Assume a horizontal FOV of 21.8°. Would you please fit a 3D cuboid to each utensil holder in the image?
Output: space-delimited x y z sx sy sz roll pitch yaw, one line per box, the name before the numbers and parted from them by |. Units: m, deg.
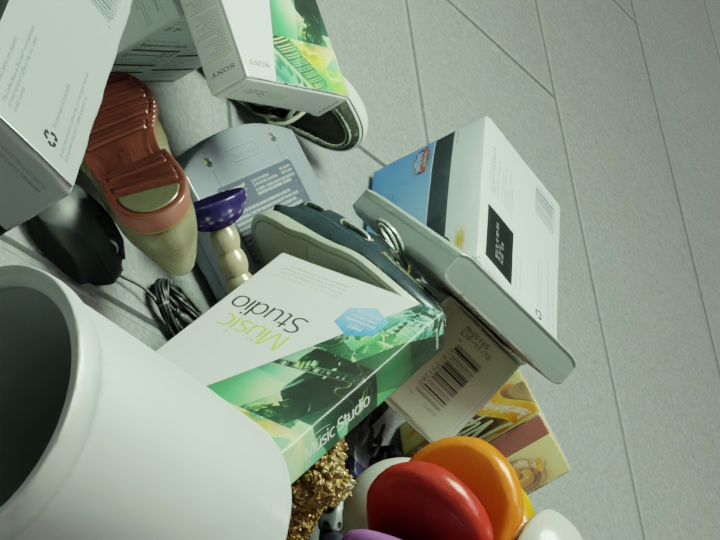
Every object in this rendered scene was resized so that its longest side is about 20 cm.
utensil holder | -0.160 0.116 1.070 0.200 0.170 0.170 39 36 -46

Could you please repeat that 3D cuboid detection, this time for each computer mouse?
computer mouse | -0.160 0.000 1.315 0.200 0.034 0.059 41 34 -40

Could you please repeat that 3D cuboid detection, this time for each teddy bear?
teddy bear | -0.049 0.157 1.266 0.067 0.145 0.200 40 28 -19

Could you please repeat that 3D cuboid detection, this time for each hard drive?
hard drive | 0.075 0.009 1.413 0.132 0.026 0.200 43 -2 -25

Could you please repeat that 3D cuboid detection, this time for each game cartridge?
game cartridge | -0.086 -0.049 1.492 0.134 0.041 0.200 67 26 -3

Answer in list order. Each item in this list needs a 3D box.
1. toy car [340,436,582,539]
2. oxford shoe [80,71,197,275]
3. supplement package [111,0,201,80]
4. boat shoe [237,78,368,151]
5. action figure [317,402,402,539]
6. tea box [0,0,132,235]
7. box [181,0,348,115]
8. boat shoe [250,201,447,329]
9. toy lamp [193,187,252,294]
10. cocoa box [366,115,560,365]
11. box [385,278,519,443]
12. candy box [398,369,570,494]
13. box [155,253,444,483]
toy car | 0.043 0.201 1.237 0.200 0.175 0.150 -60 150 -25
oxford shoe | -0.163 -0.069 1.319 0.200 0.070 0.075 -116 -172 -48
supplement package | -0.175 -0.258 1.427 0.156 0.111 0.201 -13 79 -63
boat shoe | -0.072 -0.153 1.578 0.200 0.071 0.064 37 36 -29
action figure | -0.013 0.193 1.378 0.130 0.069 0.200 56 30 -33
tea box | -0.253 -0.106 1.054 0.134 0.196 0.200 47 32 -29
box | -0.086 -0.217 1.373 0.144 0.036 0.201 2 68 -60
boat shoe | 0.000 0.000 1.377 0.062 0.200 0.075 -27 124 -31
toy lamp | -0.079 0.042 1.378 0.058 0.058 0.201 -38 111 -63
cocoa box | 0.089 -0.011 1.668 0.133 0.131 0.200 48 31 -30
box | 0.052 0.069 1.466 0.078 0.095 0.200 43 0 -6
candy box | 0.095 0.140 1.490 0.055 0.115 0.200 59 4 -9
box | -0.057 0.067 1.257 0.200 0.144 0.036 -41 138 -39
